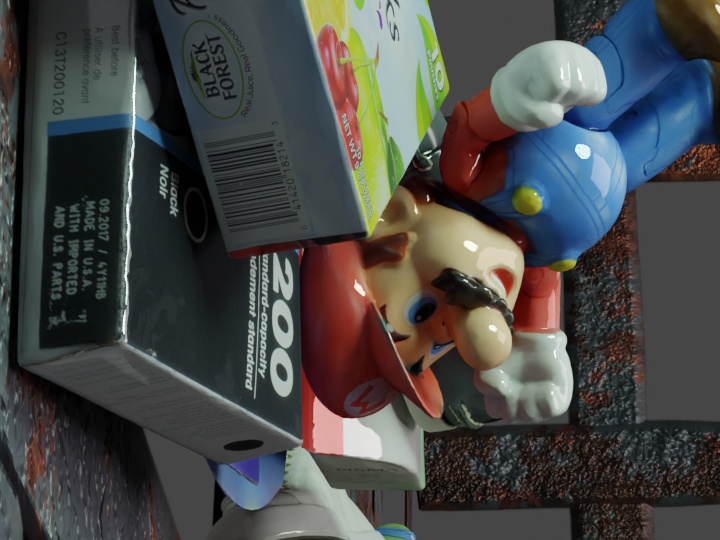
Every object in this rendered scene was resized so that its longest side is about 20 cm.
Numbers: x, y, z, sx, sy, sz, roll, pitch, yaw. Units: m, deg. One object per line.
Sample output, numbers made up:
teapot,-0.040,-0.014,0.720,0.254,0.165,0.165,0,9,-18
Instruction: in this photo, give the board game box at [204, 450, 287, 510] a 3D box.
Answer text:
board game box,-0.061,-0.005,0.929,0.158,0.039,0.200,68,24,-56

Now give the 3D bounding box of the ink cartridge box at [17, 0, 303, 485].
ink cartridge box,-0.054,-0.041,0.804,0.200,0.043,0.198,41,46,-66

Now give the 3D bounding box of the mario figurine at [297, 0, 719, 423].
mario figurine,0.067,-0.012,0.843,0.123,0.200,0.106,51,-2,-8

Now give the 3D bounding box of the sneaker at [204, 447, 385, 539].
sneaker,-0.047,0.119,1.118,0.085,0.073,0.200,54,4,15

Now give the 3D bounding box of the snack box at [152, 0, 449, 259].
snack box,-0.029,-0.123,0.753,0.142,0.053,0.200,-64,142,-64

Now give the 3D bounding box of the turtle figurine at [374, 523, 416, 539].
turtle figurine,0.043,0.262,1.449,0.200,0.144,0.194,37,58,-28

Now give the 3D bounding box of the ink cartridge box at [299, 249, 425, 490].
ink cartridge box,0.000,0.000,0.960,0.200,0.050,0.161,83,6,-78

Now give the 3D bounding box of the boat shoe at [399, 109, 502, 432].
boat shoe,0.035,-0.029,0.934,0.073,0.062,0.200,-55,136,-59
